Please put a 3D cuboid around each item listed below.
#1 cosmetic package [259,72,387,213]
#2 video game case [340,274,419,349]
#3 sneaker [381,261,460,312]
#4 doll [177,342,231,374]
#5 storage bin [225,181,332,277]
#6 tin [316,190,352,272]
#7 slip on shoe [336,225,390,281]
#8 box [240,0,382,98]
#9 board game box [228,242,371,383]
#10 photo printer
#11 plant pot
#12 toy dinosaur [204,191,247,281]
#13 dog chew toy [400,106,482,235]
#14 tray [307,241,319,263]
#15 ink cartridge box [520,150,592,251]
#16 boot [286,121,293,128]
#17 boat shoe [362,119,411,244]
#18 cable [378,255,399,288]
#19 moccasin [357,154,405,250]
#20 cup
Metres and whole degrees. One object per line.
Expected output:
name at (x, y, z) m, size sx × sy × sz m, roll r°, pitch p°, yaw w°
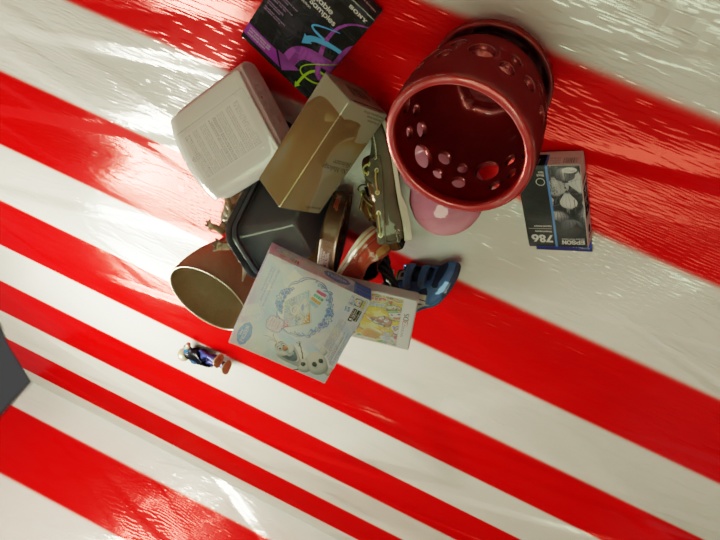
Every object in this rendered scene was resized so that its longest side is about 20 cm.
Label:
cosmetic package at (-0.059, -0.191, 1.005) m, size 0.072 × 0.104 × 0.201 m, roll 51°, pitch 119°, yaw 27°
video game case at (0.007, 0.078, 1.226) m, size 0.194 × 0.023 × 0.184 m, roll 13°, pitch 145°, yaw 6°
sneaker at (0.113, 0.026, 1.251) m, size 0.082 × 0.075 × 0.199 m, roll 41°, pitch 141°, yaw -14°
doll at (-0.474, 0.257, 1.926) m, size 0.196 × 0.049 × 0.137 m, roll 5°, pitch 147°, yaw 38°
storage bin at (-0.133, -0.091, 1.184) m, size 0.131 × 0.203 × 0.147 m, roll -6°, pitch 132°, yaw 25°
tin at (-0.051, -0.060, 1.219) m, size 0.041 × 0.114 × 0.202 m, roll 12°, pitch 141°, yaw 1°
slip on shoe at (0.000, 0.000, 1.189) m, size 0.061 × 0.074 × 0.201 m, roll 44°, pitch 142°, yaw 10°
box at (-0.077, -0.363, 0.952) m, size 0.142 × 0.037 × 0.199 m, roll 40°, pitch 141°, yaw -14°
board game box at (-0.108, 0.080, 1.152) m, size 0.195 × 0.044 × 0.203 m, roll 24°, pitch 116°, yaw -12°
photo printer at (-0.218, -0.221, 1.081) m, size 0.197 × 0.069 × 0.169 m, roll -25°, pitch 100°, yaw 30°
plant pot at (0.151, -0.213, 0.852) m, size 0.195 × 0.185 × 0.203 m, roll 17°, pitch 143°, yaw 14°
toy dinosaur at (-0.219, -0.089, 1.243) m, size 0.085 × 0.134 × 0.205 m, roll -30°, pitch 77°, yaw 33°
dog chew toy at (0.115, -0.157, 1.001) m, size 0.122 × 0.125 × 0.203 m, roll -7°, pitch 124°, yaw 38°
tray at (-0.115, 0.019, 1.267) m, size 0.036 × 0.206 × 0.099 m, roll 17°, pitch 161°, yaw -11°
ink cartridge box at (0.306, -0.093, 1.013) m, size 0.097 × 0.040 × 0.203 m, roll 3°, pitch 137°, yaw 30°
boot at (-0.168, -0.255, 1.109) m, size 0.196 × 0.073 × 0.168 m, roll -18°, pitch 117°, yaw 34°
boat shoe at (0.035, -0.144, 1.030) m, size 0.058 × 0.072 × 0.208 m, roll -12°, pitch 91°, yaw 4°
cable at (0.018, 0.036, 1.292) m, size 0.166 × 0.050 × 0.200 m, roll 58°, pitch 143°, yaw 7°
moccasin at (0.030, -0.117, 1.145) m, size 0.075 × 0.075 × 0.203 m, roll 3°, pitch 146°, yaw 18°
cup at (-0.304, 0.013, 1.449) m, size 0.195 × 0.145 × 0.203 m, roll 18°, pitch 142°, yaw 15°
